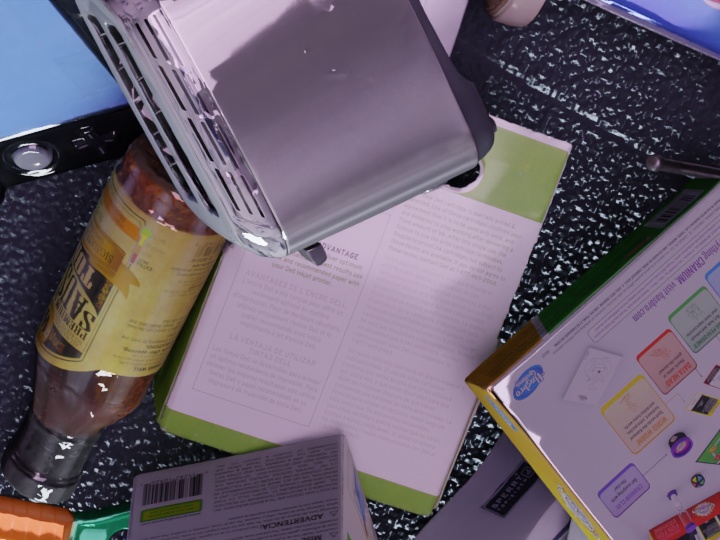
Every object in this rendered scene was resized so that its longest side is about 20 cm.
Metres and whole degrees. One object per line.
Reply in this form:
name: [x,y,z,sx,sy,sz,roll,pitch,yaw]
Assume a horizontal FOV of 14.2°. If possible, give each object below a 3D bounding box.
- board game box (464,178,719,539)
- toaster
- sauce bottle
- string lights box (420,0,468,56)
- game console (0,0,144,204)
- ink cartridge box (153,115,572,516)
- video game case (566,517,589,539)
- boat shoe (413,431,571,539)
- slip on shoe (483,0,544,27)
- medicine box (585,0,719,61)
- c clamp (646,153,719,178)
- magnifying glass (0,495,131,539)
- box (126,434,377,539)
board game box: [0.168,0.081,1.372,0.153,0.040,0.200,-40,101,-9]
toaster: [-0.039,-0.102,1.281,0.129,0.114,0.201,-32,111,-12]
sauce bottle: [-0.121,0.028,1.401,0.066,0.066,0.201,22,117,-12]
string lights box: [-0.054,-0.134,1.405,0.199,0.059,0.103,17,98,-11]
game console: [-0.192,-0.056,1.320,0.175,0.117,0.200,-13,148,16]
ink cartridge box: [0.000,0.000,1.423,0.147,0.076,0.201,19,103,-12]
video game case: [0.167,0.149,1.467,0.181,0.023,0.201,2,104,-44]
boat shoe: [0.096,0.118,1.460,0.200,0.073,0.066,-38,137,-24]
slip on shoe: [0.075,-0.221,1.396,0.060,0.076,0.201,10,96,-15]
medicine box: [0.210,-0.198,1.408,0.181,0.103,0.201,23,98,-12]
c clamp: [0.205,0.040,1.444,0.170,0.027,0.201,-4,83,-48]
magnifying glass: [-0.128,0.138,1.472,0.199,0.022,0.080,12,100,-12]
box: [-0.035,0.196,1.415,0.112,0.102,0.201,-11,123,7]
